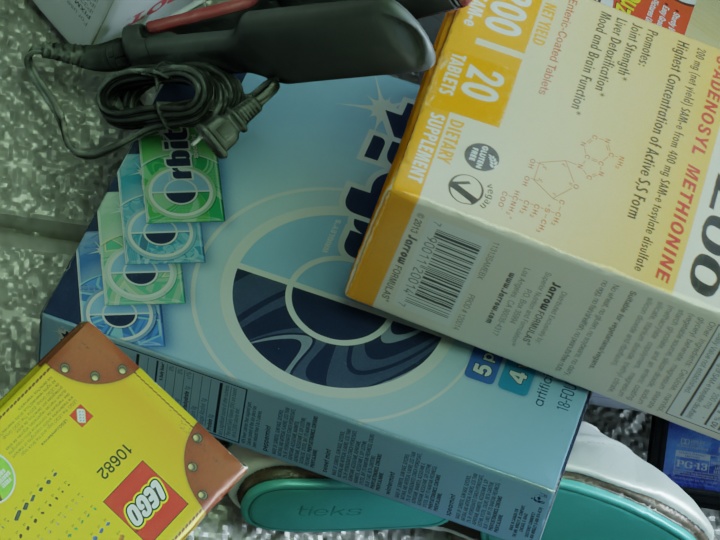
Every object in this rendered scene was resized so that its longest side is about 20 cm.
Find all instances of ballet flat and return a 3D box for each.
[{"bbox_3d":[0.045,0.074,1.108,0.200,0.069,0.069,9,63,-15],"label":"ballet flat"}]

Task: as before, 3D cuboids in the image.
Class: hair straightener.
[{"bbox_3d":[-0.055,-0.079,1.060,0.041,0.200,0.077,58,45,-34],"label":"hair straightener"}]

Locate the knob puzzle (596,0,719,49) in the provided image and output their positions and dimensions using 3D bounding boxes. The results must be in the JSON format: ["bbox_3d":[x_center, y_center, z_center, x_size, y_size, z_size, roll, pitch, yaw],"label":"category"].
[{"bbox_3d":[0.107,-0.116,1.187,0.220,0.030,0.220,22,38,-18],"label":"knob puzzle"}]

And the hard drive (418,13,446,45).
[{"bbox_3d":[0.112,-0.148,1.260,0.132,0.026,0.200,36,58,-4],"label":"hard drive"}]

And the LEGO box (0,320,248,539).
[{"bbox_3d":[-0.147,0.129,0.947,0.077,0.149,0.200,43,58,0],"label":"LEGO box"}]

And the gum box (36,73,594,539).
[{"bbox_3d":[0.000,0.000,1.087,0.200,0.045,0.170,19,51,5],"label":"gum box"}]

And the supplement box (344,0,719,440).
[{"bbox_3d":[0.110,-0.020,1.046,0.200,0.074,0.126,20,52,-1],"label":"supplement box"}]

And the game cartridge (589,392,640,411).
[{"bbox_3d":[0.124,-0.003,1.156,0.200,0.038,0.130,7,58,2],"label":"game cartridge"}]

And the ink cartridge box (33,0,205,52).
[{"bbox_3d":[-0.056,-0.188,1.105,0.145,0.200,0.083,-35,80,-32],"label":"ink cartridge box"}]

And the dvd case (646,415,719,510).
[{"bbox_3d":[0.199,0.014,1.177,0.143,0.018,0.200,8,63,5],"label":"dvd case"}]
